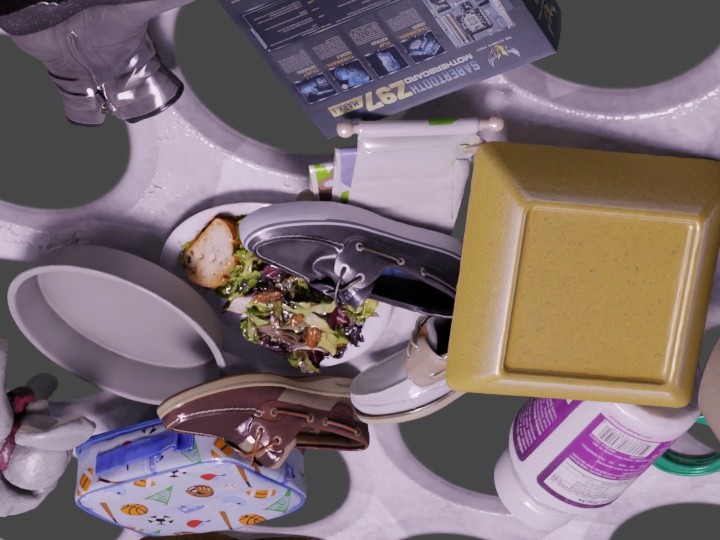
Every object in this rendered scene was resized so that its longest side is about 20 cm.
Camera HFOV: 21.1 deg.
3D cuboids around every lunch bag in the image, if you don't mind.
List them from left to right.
[{"bbox_3d":[-0.153,0.179,1.750,0.199,0.076,0.160,-19,147,29],"label":"lunch bag"}]

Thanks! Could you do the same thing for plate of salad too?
[{"bbox_3d":[-0.073,0.022,1.611,0.198,0.048,0.201,7,136,6],"label":"plate of salad"}]

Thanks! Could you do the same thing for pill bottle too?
[{"bbox_3d":[0.192,0.133,1.615,0.112,0.113,0.200,24,137,-12],"label":"pill bottle"}]

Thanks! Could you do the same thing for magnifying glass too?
[{"bbox_3d":[0.325,0.125,1.642,0.199,0.022,0.080,-28,123,38],"label":"magnifying glass"}]

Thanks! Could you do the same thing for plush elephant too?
[{"bbox_3d":[-0.318,0.134,1.716,0.154,0.201,0.165,15,141,-34],"label":"plush elephant"}]

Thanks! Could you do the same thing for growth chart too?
[{"bbox_3d":[0.018,-0.057,1.482,0.143,0.018,0.200,0,148,-13],"label":"growth chart"}]

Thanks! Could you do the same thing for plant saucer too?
[{"bbox_3d":[0.174,0.013,1.449,0.198,0.048,0.202,4,108,-8],"label":"plant saucer"}]

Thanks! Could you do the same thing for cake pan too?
[{"bbox_3d":[-0.202,0.045,1.647,0.199,0.037,0.201,16,148,10],"label":"cake pan"}]

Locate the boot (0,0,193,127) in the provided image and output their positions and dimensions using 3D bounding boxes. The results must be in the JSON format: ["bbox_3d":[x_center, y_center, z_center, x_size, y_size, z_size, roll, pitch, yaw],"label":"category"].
[{"bbox_3d":[-0.164,-0.173,1.420,0.199,0.070,0.132,-4,138,36],"label":"boot"}]

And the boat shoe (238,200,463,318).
[{"bbox_3d":[0.000,0.000,1.492,0.199,0.067,0.070,14,144,-31],"label":"boat shoe"}]

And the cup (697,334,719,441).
[{"bbox_3d":[0.347,0.093,1.499,0.143,0.200,0.201,27,143,24],"label":"cup"}]

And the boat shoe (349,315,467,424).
[{"bbox_3d":[0.071,0.066,1.610,0.199,0.075,0.069,-22,121,24],"label":"boat shoe"}]

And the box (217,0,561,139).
[{"bbox_3d":[0.019,-0.189,1.362,0.199,0.051,0.158,-19,129,29],"label":"box"}]

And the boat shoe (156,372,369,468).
[{"bbox_3d":[-0.077,0.132,1.650,0.199,0.073,0.072,3,154,-36],"label":"boat shoe"}]

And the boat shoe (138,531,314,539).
[{"bbox_3d":[-0.130,0.301,1.900,0.198,0.074,0.067,4,131,10],"label":"boat shoe"}]
